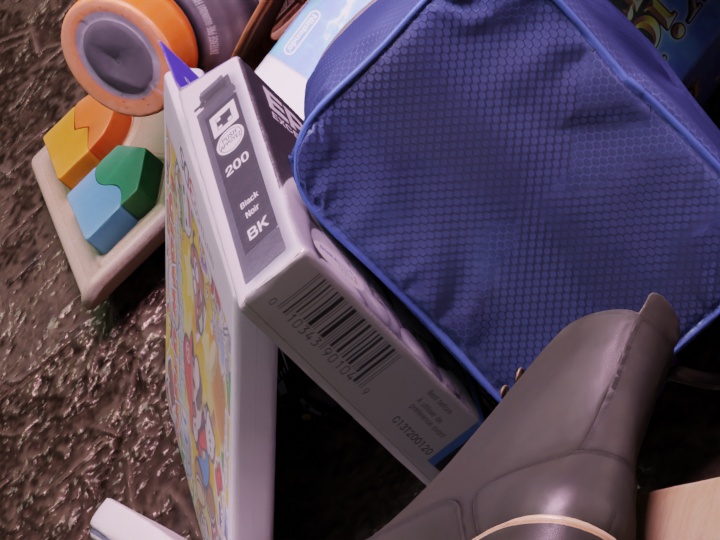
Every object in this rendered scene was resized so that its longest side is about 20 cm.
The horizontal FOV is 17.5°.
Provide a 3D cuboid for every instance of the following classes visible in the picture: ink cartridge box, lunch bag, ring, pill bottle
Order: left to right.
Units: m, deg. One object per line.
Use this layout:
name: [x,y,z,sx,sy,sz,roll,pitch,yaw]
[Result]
pill bottle: [-0.081,-0.163,1.260,0.106,0.107,0.200,-14,25,39]
ring: [-0.003,-0.168,1.188,0.201,0.019,0.200,-54,-2,-2]
ink cartridge box: [0.000,0.000,1.013,0.043,0.198,0.201,-37,38,12]
lunch bag: [0.075,-0.040,0.963,0.136,0.200,0.132,-41,12,15]

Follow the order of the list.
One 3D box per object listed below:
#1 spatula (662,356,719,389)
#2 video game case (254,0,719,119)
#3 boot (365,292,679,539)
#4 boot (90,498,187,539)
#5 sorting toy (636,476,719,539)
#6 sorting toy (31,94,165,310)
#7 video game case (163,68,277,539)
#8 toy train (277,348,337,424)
spatula: [0.162,0.041,0.949,0.199,0.021,0.057,-19,16,30]
video game case: [0.070,-0.106,1.096,0.181,0.045,0.201,34,84,23]
boot: [0.042,0.096,0.901,0.199,0.077,0.139,-22,34,42]
boot: [-0.061,0.180,0.986,0.199,0.073,0.091,32,86,34]
sorting toy: [0.113,0.178,0.808,0.198,0.069,0.201,-22,42,57]
sorting toy: [-0.115,-0.089,1.347,0.185,0.036,0.200,-44,30,9]
video game case: [-0.068,0.038,1.086,0.023,0.201,0.182,-6,37,-12]
toy train: [-0.044,0.011,1.197,0.046,0.034,0.200,-49,33,20]
